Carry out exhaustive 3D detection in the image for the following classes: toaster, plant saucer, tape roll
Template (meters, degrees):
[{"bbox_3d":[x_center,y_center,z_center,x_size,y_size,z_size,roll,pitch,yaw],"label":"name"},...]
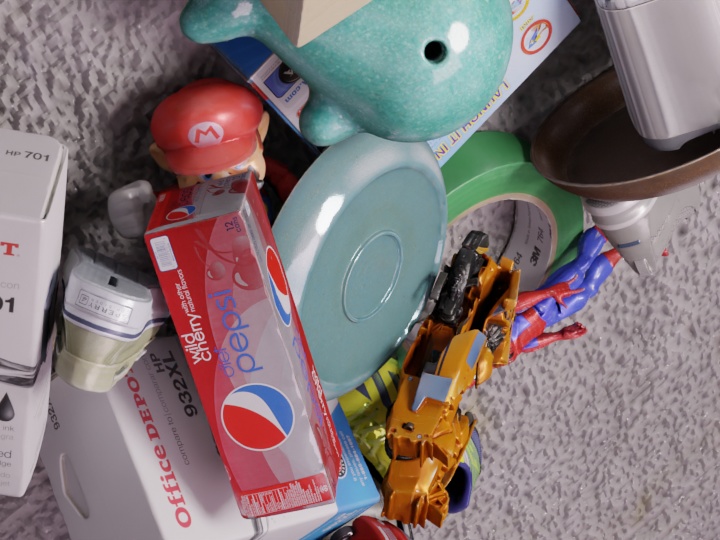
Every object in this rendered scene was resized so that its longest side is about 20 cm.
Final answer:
[{"bbox_3d":[0.217,-0.173,1.454,0.113,0.201,0.130,-18,117,15],"label":"toaster"},{"bbox_3d":[0.000,0.000,1.402,0.200,0.027,0.202,-38,140,-39],"label":"plant saucer"},{"bbox_3d":[0.217,-0.103,1.511,0.199,0.200,0.032,-33,115,-16],"label":"plant saucer"},{"bbox_3d":[0.074,-0.006,1.583,0.199,0.048,0.202,-24,136,-26],"label":"tape roll"}]

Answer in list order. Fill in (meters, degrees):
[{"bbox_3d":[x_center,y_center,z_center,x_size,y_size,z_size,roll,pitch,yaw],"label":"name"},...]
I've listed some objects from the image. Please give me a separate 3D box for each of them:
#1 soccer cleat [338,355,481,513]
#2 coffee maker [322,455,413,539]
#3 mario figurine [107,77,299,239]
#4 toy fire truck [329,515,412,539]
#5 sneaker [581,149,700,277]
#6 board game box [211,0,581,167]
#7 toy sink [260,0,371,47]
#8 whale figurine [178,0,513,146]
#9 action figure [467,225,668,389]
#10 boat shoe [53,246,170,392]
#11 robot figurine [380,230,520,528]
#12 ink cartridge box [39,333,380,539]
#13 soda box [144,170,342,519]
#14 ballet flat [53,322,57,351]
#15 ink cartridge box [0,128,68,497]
[{"bbox_3d":[0.021,0.116,1.549,0.064,0.084,0.200,-21,144,35],"label":"soccer cleat"},{"bbox_3d":[-0.086,0.225,1.568,0.199,0.135,0.193,1,123,-42],"label":"coffee maker"},{"bbox_3d":[-0.085,-0.033,1.364,0.124,0.105,0.201,-52,152,-28],"label":"mario figurine"},{"bbox_3d":[-0.018,0.259,1.519,0.200,0.049,0.141,-45,147,16],"label":"toy fire truck"},{"bbox_3d":[0.218,-0.072,1.585,0.200,0.074,0.082,-52,126,-44],"label":"sneaker"},{"bbox_3d":[0.027,-0.158,1.402,0.200,0.056,0.196,-45,142,-1],"label":"board game box"},{"bbox_3d":[-0.039,-0.251,1.199,0.130,0.201,0.112,-35,170,-14],"label":"toy sink"},{"bbox_3d":[-0.003,-0.147,1.264,0.198,0.104,0.160,14,103,-19],"label":"whale figurine"},{"bbox_3d":[0.144,0.025,1.601,0.199,0.052,0.066,-36,145,-10],"label":"action figure"},{"bbox_3d":[-0.156,0.028,1.281,0.200,0.071,0.062,-80,-166,-86],"label":"boat shoe"},{"bbox_3d":[0.064,0.071,1.481,0.146,0.058,0.201,93,17,-50],"label":"robot figurine"},{"bbox_3d":[-0.102,0.119,1.411,0.199,0.146,0.084,-8,160,-48],"label":"ink cartridge box"},{"bbox_3d":[-0.069,0.047,1.302,0.063,0.070,0.202,-13,111,9],"label":"soda box"},{"bbox_3d":[-0.219,0.021,1.322,0.072,0.072,0.201,-27,138,-22],"label":"ballet flat"},{"bbox_3d":[-0.250,0.020,1.231,0.145,0.086,0.201,8,126,-3],"label":"ink cartridge box"}]
